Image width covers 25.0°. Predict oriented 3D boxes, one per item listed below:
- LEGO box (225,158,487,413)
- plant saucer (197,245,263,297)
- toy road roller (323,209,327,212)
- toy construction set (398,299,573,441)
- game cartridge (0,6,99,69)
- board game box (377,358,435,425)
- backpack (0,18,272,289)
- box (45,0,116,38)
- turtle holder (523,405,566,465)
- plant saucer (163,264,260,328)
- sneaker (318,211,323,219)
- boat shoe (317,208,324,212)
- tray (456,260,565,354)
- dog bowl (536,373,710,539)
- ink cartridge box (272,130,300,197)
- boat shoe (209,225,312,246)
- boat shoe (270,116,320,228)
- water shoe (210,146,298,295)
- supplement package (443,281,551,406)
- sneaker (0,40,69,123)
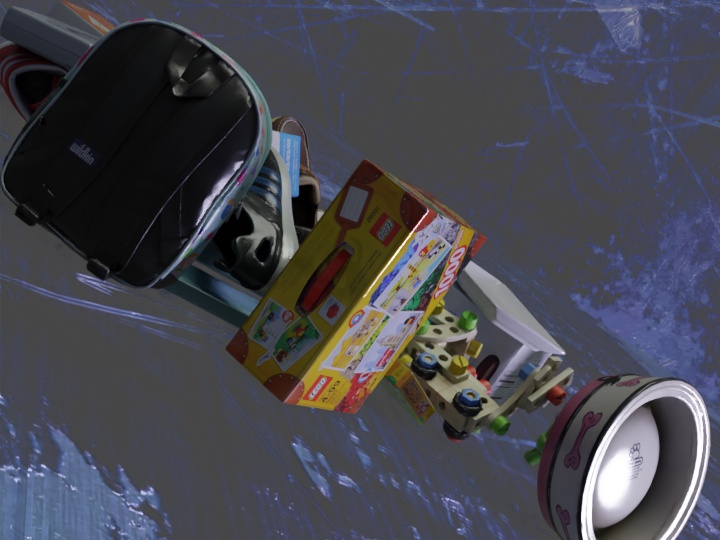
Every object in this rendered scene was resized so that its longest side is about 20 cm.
[{"bbox_3d":[-0.001,0.018,1.390,0.077,0.200,0.149,40,9,24],"label":"LEGO box"},{"bbox_3d":[-0.133,-0.008,1.523,0.200,0.019,0.070,30,-4,-37],"label":"plant saucer"},{"bbox_3d":[0.047,-0.030,2.040,0.200,0.146,0.123,41,9,25],"label":"toy road roller"},{"bbox_3d":[0.115,0.106,1.667,0.200,0.092,0.131,27,32,38],"label":"toy construction set"},{"bbox_3d":[-0.283,-0.223,1.666,0.133,0.042,0.200,22,5,14],"label":"game cartridge"},{"bbox_3d":[-0.009,0.067,1.608,0.200,0.030,0.096,39,-10,30],"label":"board game box"},{"bbox_3d":[-0.171,-0.101,1.336,0.177,0.200,0.151,37,8,4],"label":"backpack"},{"bbox_3d":[-0.270,-0.201,1.829,0.200,0.098,0.124,38,8,11],"label":"box"},{"bbox_3d":[0.261,0.189,1.778,0.185,0.132,0.141,33,10,-28],"label":"turtle holder"},{"bbox_3d":[-0.114,0.034,1.470,0.200,0.019,0.070,32,9,-37],"label":"plant saucer"},{"bbox_3d":[0.000,0.000,1.741,0.070,0.080,0.200,-7,49,-33],"label":"sneaker"},{"bbox_3d":[-0.090,-0.052,1.828,0.200,0.075,0.073,28,2,-40],"label":"boat shoe"},{"bbox_3d":[0.146,0.033,1.772,0.107,0.022,0.200,33,10,-25],"label":"tray"},{"bbox_3d":[0.250,0.190,1.568,0.074,0.200,0.200,20,-6,44],"label":"dog bowl"},{"bbox_3d":[-0.164,-0.116,1.642,0.115,0.068,0.200,1,-3,34],"label":"ink cartridge box"},{"bbox_3d":[-0.121,-0.047,1.591,0.201,0.066,0.072,24,2,20],"label":"boat shoe"},{"bbox_3d":[-0.069,-0.083,1.740,0.072,0.072,0.200,25,55,-35],"label":"boat shoe"},{"bbox_3d":[-0.108,-0.065,1.489,0.079,0.072,0.200,26,29,-35],"label":"water shoe"},{"bbox_3d":[0.098,0.067,1.849,0.200,0.111,0.156,39,8,18],"label":"supplement package"},{"bbox_3d":[-0.284,-0.166,1.667,0.200,0.071,0.112,25,9,-25],"label":"sneaker"}]
